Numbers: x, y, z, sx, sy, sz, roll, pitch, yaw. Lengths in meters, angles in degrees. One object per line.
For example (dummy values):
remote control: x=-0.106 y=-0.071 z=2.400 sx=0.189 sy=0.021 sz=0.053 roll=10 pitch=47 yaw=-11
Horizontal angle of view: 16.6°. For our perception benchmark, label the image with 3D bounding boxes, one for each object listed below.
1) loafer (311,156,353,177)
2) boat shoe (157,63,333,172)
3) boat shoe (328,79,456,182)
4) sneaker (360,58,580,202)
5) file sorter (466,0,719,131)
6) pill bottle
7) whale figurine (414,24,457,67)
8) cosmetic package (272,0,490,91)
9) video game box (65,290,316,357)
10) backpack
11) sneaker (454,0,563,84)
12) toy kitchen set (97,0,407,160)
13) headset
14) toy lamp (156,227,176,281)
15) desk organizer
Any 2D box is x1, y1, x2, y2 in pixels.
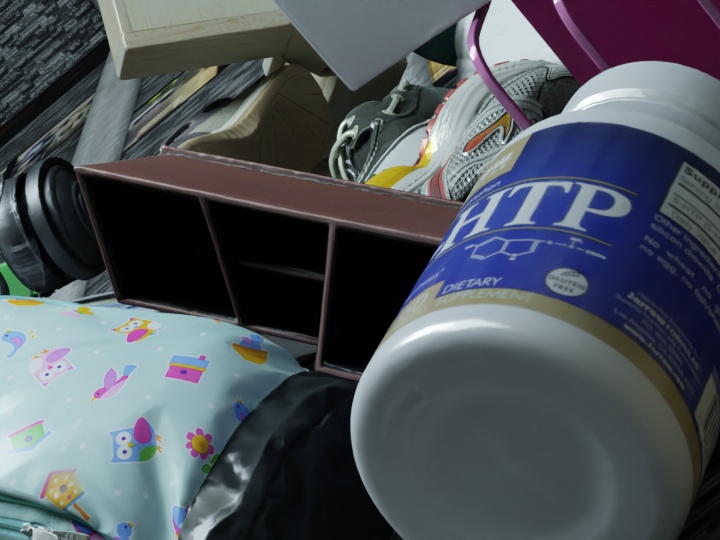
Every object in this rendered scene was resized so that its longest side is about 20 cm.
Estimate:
loafer: x=-0.021 y=-0.036 z=1.445 sx=0.063 sy=0.072 sz=0.200 roll=-27 pitch=17 yaw=-14
boat shoe: x=-0.082 y=-0.048 z=1.361 sx=0.065 sy=0.072 sz=0.200 roll=-22 pitch=20 yaw=36
boat shoe: x=0.018 y=-0.054 z=1.307 sx=0.200 sy=0.063 sz=0.071 roll=-47 pitch=-29 yaw=-68
sneaker: x=0.068 y=-0.037 z=1.211 sx=0.082 sy=0.078 sz=0.200 roll=5 pitch=36 yaw=33
file sorter: x=0.161 y=-0.116 z=1.033 sx=0.200 sy=0.139 sz=0.126 roll=-34 pitch=17 yaw=25
pill bottle: x=0.084 y=0.012 z=0.889 sx=0.120 sy=0.120 sz=0.200 roll=-30 pitch=18 yaw=37
whale figurine: x=0.088 y=-0.207 z=1.494 sx=0.159 sy=0.104 sz=0.200 roll=-17 pitch=-32 yaw=-45
cosmetic package: x=0.055 y=-0.176 z=1.048 sx=0.200 sy=0.081 sz=0.113 roll=-32 pitch=21 yaw=33
video game box: x=-0.118 y=0.035 z=1.248 sx=0.182 sy=0.047 sz=0.200 roll=-9 pitch=3 yaw=43
backpack: x=-0.099 y=0.089 z=0.999 sx=0.199 sy=0.127 sz=0.167 roll=9 pitch=36 yaw=26
sneaker: x=0.093 y=-0.146 z=1.368 sx=0.075 sy=0.089 sz=0.200 roll=-11 pitch=6 yaw=-19
toy kitchen set: x=-0.082 y=-0.169 z=1.480 sx=0.180 sy=0.164 sz=0.200 roll=-11 pitch=-21 yaw=-16
headset: x=-0.185 y=0.000 z=1.263 sx=0.123 sy=0.094 sz=0.200 roll=-18 pitch=-12 yaw=-5
toy lamp: x=0.000 y=0.000 z=1.112 sx=0.199 sy=0.058 sz=0.058 roll=9 pitch=42 yaw=28
desk organizer: x=-0.023 y=0.000 z=1.047 sx=0.199 sy=0.072 sz=0.077 roll=12 pitch=12 yaw=27
